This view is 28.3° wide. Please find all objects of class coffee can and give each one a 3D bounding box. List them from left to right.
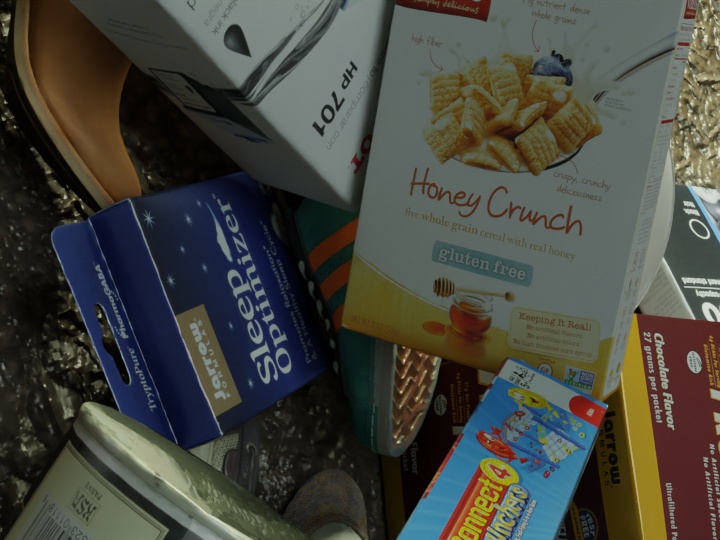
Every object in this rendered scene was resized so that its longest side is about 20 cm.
[{"bbox_3d":[-0.108,0.179,0.584,0.146,0.146,0.201,36,86,-25],"label":"coffee can"}]

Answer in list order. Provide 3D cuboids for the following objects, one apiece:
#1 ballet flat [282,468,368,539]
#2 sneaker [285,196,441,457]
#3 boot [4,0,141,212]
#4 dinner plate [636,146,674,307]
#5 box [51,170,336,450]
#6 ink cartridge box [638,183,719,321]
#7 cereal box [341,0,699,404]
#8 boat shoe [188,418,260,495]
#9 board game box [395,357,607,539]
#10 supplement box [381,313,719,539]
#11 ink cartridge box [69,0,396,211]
[{"bbox_3d":[-0.027,0.191,0.749,0.068,0.067,0.202,42,54,-26],"label":"ballet flat"},{"bbox_3d":[0.000,0.000,0.796,0.071,0.079,0.203,4,87,-63],"label":"sneaker"},{"bbox_3d":[-0.120,-0.138,0.734,0.154,0.077,0.202,-30,96,-17],"label":"boot"},{"bbox_3d":[0.114,-0.039,0.854,0.197,0.024,0.204,-5,102,-27],"label":"dinner plate"},{"bbox_3d":[-0.074,0.016,0.734,0.123,0.032,0.200,68,24,-2],"label":"box"},{"bbox_3d":[0.278,0.030,1.014,0.196,0.043,0.202,5,53,-36],"label":"ink cartridge box"},{"bbox_3d":[0.074,-0.053,0.691,0.039,0.142,0.203,-17,118,-63],"label":"cereal box"},{"bbox_3d":[-0.080,0.159,0.715,0.064,0.072,0.203,16,61,-29],"label":"boat shoe"},{"bbox_3d":[0.028,0.166,0.628,0.055,0.202,0.196,27,25,9],"label":"board game box"},{"bbox_3d":[0.147,0.115,0.826,0.195,0.199,0.135,6,73,-38],"label":"supplement box"},{"bbox_3d":[-0.043,-0.146,0.696,0.200,0.085,0.148,43,71,-48],"label":"ink cartridge box"}]
